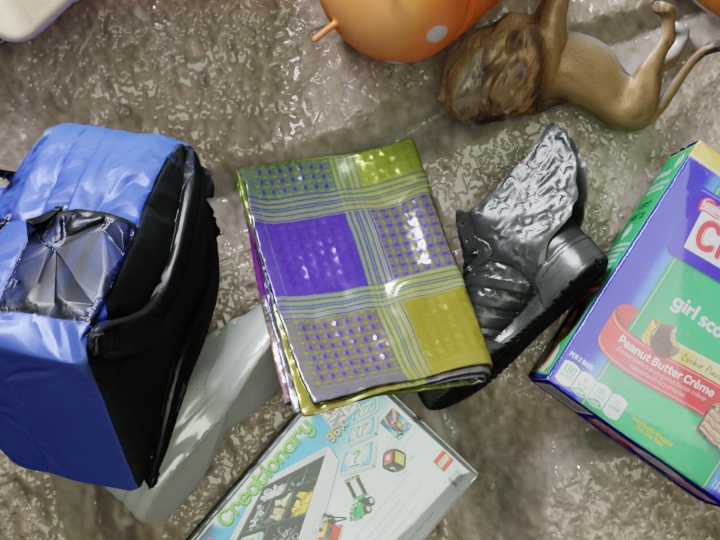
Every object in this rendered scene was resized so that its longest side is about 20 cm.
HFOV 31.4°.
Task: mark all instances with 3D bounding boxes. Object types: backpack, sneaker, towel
[{"bbox_3d":[-0.180,0.004,0.807,0.166,0.163,0.201,13,53,9],"label":"backpack"},{"bbox_3d":[-0.111,0.071,0.884,0.088,0.075,0.200,37,78,21],"label":"sneaker"},{"bbox_3d":[0.096,-0.001,0.906,0.200,0.060,0.105,-43,67,13],"label":"sneaker"},{"bbox_3d":[0.000,0.000,0.868,0.142,0.023,0.202,-8,60,-13],"label":"towel"}]

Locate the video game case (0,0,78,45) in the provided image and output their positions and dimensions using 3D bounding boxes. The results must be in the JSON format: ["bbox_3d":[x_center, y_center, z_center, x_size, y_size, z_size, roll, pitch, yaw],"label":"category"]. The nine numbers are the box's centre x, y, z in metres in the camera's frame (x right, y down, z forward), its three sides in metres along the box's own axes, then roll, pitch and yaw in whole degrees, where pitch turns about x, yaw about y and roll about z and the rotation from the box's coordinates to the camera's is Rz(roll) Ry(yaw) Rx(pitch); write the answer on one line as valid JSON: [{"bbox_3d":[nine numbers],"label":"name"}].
[{"bbox_3d":[-0.255,-0.258,0.851,0.180,0.036,0.202,-21,90,25],"label":"video game case"}]

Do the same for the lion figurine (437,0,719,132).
[{"bbox_3d":[0.160,-0.142,0.914,0.198,0.072,0.124,17,94,-9],"label":"lion figurine"}]

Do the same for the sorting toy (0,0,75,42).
[{"bbox_3d":[-0.187,-0.267,0.774,0.199,0.036,0.187,-30,86,29],"label":"sorting toy"}]

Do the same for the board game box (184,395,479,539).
[{"bbox_3d":[-0.028,0.176,0.899,0.126,0.035,0.200,42,84,-3],"label":"board game box"}]

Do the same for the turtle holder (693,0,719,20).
[{"bbox_3d":[0.298,-0.251,0.912,0.132,0.140,0.186,51,44,-17],"label":"turtle holder"}]

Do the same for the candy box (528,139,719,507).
[{"bbox_3d":[0.245,0.040,0.911,0.168,0.077,0.201,34,84,-3],"label":"candy box"}]

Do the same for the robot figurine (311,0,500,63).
[{"bbox_3d":[0.045,-0.214,0.862,0.143,0.118,0.200,23,46,26],"label":"robot figurine"}]
